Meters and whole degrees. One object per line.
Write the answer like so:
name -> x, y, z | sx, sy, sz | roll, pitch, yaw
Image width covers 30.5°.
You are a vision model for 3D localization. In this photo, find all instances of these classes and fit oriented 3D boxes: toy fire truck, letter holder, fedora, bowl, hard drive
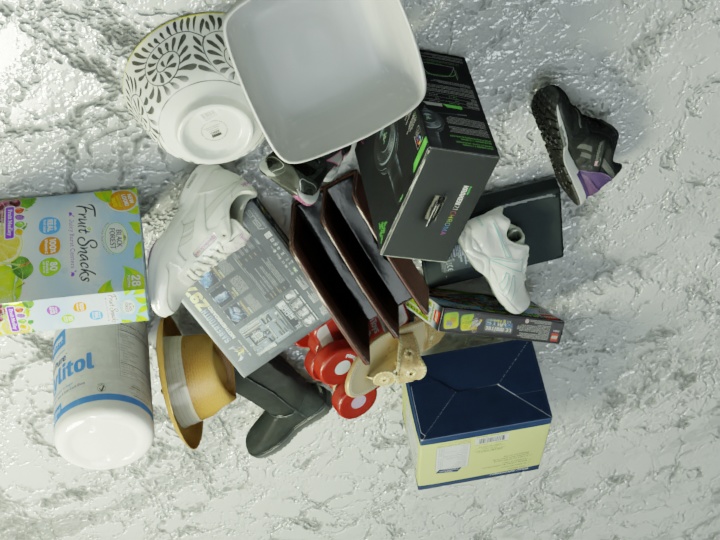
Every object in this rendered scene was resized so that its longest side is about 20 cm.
toy fire truck -> 0.002, 0.102, 1.879 | 0.167, 0.112, 0.201 | -33, 137, -8
letter holder -> 0.000, 0.000, 1.685 | 0.100, 0.142, 0.201 | -26, 114, 14
fedora -> -0.217, 0.144, 1.795 | 0.081, 0.201, 0.201 | -11, 138, 4
bowl -> -0.043, -0.242, 1.463 | 0.199, 0.075, 0.201 | -25, 114, -6
hard drive -> 0.178, -0.049, 1.805 | 0.199, 0.033, 0.140 | -13, 138, 0
bowl -> -0.171, -0.188, 1.524 | 0.199, 0.095, 0.201 | -8, 138, -7

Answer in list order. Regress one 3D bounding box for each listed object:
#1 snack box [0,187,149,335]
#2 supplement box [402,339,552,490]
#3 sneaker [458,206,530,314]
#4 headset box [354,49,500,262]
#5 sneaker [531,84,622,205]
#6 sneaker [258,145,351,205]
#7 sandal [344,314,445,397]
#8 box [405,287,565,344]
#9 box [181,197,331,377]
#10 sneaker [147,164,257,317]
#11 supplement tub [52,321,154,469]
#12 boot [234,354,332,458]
snack box -> -0.362, -0.012, 1.607 | 0.198, 0.169, 0.068 | -6, 141, -9
supplement box -> 0.170, 0.219, 1.986 | 0.198, 0.135, 0.200 | -9, 150, -4
sneaker -> 0.198, -0.010, 1.777 | 0.080, 0.071, 0.200 | -34, 138, 6
headset box -> 0.075, -0.132, 1.566 | 0.092, 0.201, 0.175 | 6, 135, -20
sneaker -> 0.280, -0.177, 1.680 | 0.087, 0.076, 0.200 | -31, 140, -2
sneaker -> -0.056, -0.145, 1.556 | 0.080, 0.200, 0.087 | 34, 111, -2
sandal -> 0.071, 0.119, 1.846 | 0.211, 0.069, 0.078 | -33, 132, -41
box -> 0.176, 0.062, 1.858 | 0.199, 0.110, 0.035 | 7, 103, -26
box -> -0.148, 0.018, 1.715 | 0.157, 0.051, 0.200 | -35, 111, 7
sneaker -> -0.195, -0.032, 1.615 | 0.099, 0.201, 0.075 | 23, 178, 18
supplement tub -> -0.345, 0.151, 1.763 | 0.131, 0.201, 0.132 | -8, 137, -7
boot -> -0.161, 0.187, 1.946 | 0.165, 0.066, 0.200 | -39, 135, 14
